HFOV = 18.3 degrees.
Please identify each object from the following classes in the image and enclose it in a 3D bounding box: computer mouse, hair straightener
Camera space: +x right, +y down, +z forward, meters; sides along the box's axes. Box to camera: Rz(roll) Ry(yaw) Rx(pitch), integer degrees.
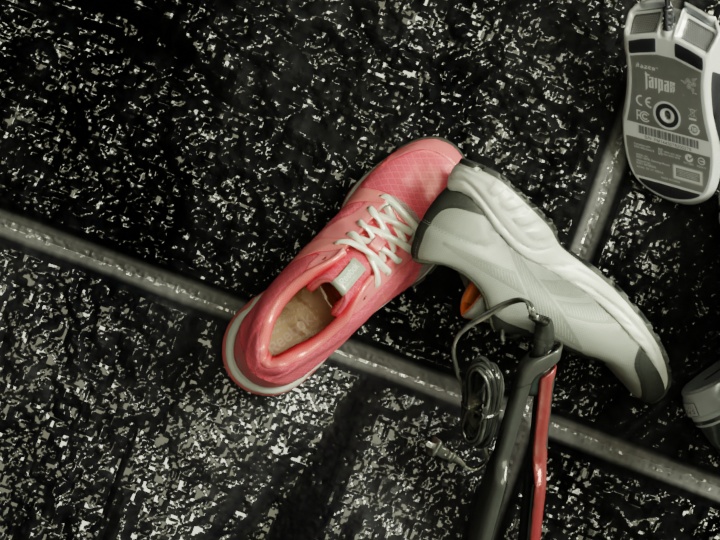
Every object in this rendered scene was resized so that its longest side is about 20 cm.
[{"bbox_3d":[0.196,-0.135,1.373,0.044,0.109,0.201,-40,137,-40],"label":"computer mouse"},{"bbox_3d":[0.079,0.107,1.350,0.076,0.041,0.201,3,116,-6],"label":"hair straightener"}]

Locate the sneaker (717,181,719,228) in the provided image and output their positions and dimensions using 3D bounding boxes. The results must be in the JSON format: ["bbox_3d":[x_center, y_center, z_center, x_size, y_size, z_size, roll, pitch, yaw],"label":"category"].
[{"bbox_3d":[0.264,0.017,1.348,0.086,0.075,0.201,-8,53,16],"label":"sneaker"}]

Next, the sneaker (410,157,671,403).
[{"bbox_3d":[0.111,0.019,1.369,0.200,0.074,0.079,41,89,-18],"label":"sneaker"}]

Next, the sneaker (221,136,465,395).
[{"bbox_3d":[0.000,0.000,1.357,0.074,0.087,0.200,43,83,-4],"label":"sneaker"}]

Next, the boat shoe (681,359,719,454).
[{"bbox_3d":[0.300,0.054,1.410,0.199,0.072,0.071,-32,100,3],"label":"boat shoe"}]
